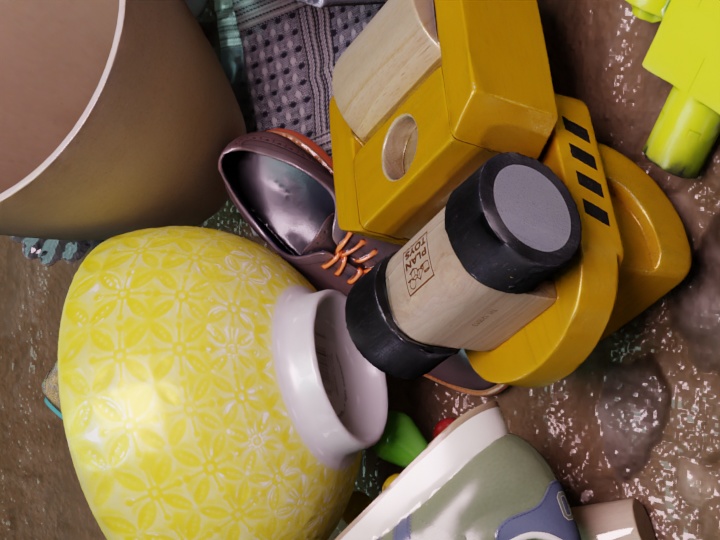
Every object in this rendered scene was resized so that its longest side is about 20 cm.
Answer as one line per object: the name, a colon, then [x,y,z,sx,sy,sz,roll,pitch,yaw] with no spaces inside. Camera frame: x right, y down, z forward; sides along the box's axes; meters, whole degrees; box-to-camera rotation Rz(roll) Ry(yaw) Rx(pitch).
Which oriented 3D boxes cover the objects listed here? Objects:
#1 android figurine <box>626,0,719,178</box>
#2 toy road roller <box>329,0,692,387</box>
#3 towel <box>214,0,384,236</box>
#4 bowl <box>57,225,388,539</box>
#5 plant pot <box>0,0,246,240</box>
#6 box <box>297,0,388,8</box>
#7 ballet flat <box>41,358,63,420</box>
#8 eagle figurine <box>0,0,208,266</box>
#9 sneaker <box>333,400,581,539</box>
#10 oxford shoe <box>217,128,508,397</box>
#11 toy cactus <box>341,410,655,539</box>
android figurine: [0.202,-0.120,0.689,0.182,0.041,0.202,41,120,33]
toy road roller: [0.074,-0.041,0.752,0.123,0.145,0.202,-42,47,46]
towel: [-0.014,-0.124,0.891,0.199,0.034,0.195,-14,83,43]
bowl: [-0.050,0.062,0.777,0.107,0.200,0.203,-18,80,23]
plant pot: [-0.148,-0.090,0.830,0.185,0.200,0.190,-8,72,25]
box: [-0.039,-0.255,0.808,0.199,0.117,0.199,22,113,40]
ballet flat: [-0.136,0.106,1.000,0.199,0.070,0.071,37,116,35]
eagle figurine: [-0.185,-0.122,0.953,0.151,0.150,0.202,111,174,-62]
sneaker: [0.022,0.163,0.740,0.200,0.067,0.090,-46,74,5]
oxford shoe: [0.000,0.000,0.826,0.199,0.072,0.072,38,102,10]
toy cactus: [0.076,0.162,0.802,0.164,0.102,0.202,-22,74,22]
